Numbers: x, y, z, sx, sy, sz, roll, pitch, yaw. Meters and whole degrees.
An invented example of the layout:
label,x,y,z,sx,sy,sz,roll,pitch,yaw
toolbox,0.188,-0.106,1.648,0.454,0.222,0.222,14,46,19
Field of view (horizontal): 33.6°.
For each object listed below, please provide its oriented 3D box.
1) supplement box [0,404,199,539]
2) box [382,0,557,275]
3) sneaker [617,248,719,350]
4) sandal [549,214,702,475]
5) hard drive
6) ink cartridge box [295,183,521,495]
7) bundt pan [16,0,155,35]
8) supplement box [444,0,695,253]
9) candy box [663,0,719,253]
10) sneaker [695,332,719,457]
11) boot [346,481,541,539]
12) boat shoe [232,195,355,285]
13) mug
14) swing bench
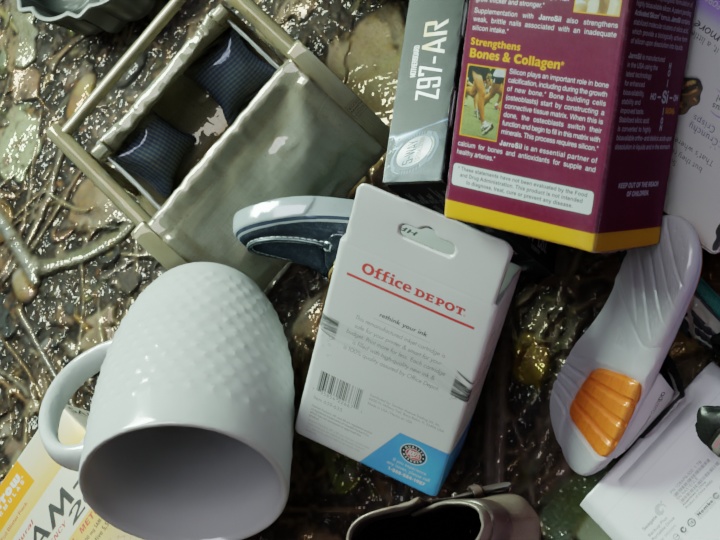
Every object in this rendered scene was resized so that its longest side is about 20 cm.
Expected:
label,x,y,z,sx,sy,sz,roll,pitch,yaw
supplement box,-0.200,0.216,0.945,0.199,0.073,0.127,35,90,32
box,0.090,-0.101,0.830,0.043,0.199,0.163,0,74,30
sneaker,0.209,-0.038,0.825,0.079,0.078,0.202,-27,64,4
sandal,0.186,0.056,0.774,0.080,0.058,0.208,-110,31,-44
hard drive,0.254,0.174,0.756,0.132,0.027,0.200,-47,58,5
ink cartridge box,0.036,0.038,0.817,0.115,0.067,0.202,23,119,14
bundt pan,-0.245,-0.313,1.144,0.199,0.076,0.205,-9,69,24
supplement box,0.126,-0.122,0.703,0.109,0.085,0.203,16,104,38
candy box,0.213,-0.141,0.737,0.168,0.071,0.202,42,126,33
sneaker,0.269,0.041,0.748,0.087,0.074,0.202,22,75,19
boot,0.028,0.188,0.796,0.198,0.146,0.071,-22,66,19
boat shoe,0.000,0.000,0.888,0.197,0.071,0.092,3,75,2
mug,-0.144,0.092,0.882,0.197,0.149,0.177,-11,44,11
swing bench,-0.112,-0.107,0.977,0.199,0.130,0.200,-48,59,4
